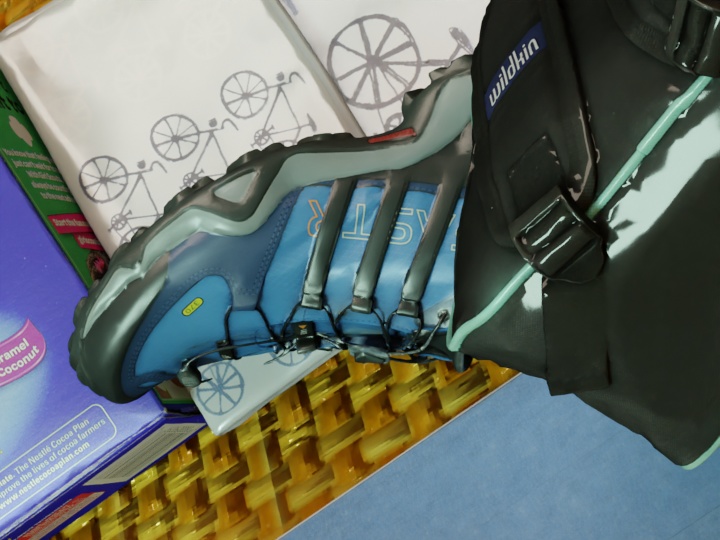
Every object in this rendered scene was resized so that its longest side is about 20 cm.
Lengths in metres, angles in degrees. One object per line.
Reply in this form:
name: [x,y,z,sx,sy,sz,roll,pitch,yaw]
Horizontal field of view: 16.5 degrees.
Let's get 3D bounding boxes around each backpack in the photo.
backpack: [0.112,-0.059,0.709,0.176,0.153,0.200,-56,23,29]

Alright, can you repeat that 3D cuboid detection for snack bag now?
snack bag: [-0.012,-0.066,0.892,0.200,0.021,0.189,-32,67,2]

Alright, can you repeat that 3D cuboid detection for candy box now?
candy box: [-0.177,0.017,0.906,0.169,0.200,0.077,-35,-9,9]

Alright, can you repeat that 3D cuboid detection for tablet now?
tablet: [0.043,0.085,0.763,0.200,0.014,0.130,-35,33,9]

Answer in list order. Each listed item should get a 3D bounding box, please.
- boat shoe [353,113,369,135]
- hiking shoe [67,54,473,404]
boat shoe: [-0.075,-0.015,0.953,0.200,0.073,0.063,-4,56,29]
hiking shoe: [0.000,0.000,0.813,0.200,0.074,0.087,-28,71,1]
